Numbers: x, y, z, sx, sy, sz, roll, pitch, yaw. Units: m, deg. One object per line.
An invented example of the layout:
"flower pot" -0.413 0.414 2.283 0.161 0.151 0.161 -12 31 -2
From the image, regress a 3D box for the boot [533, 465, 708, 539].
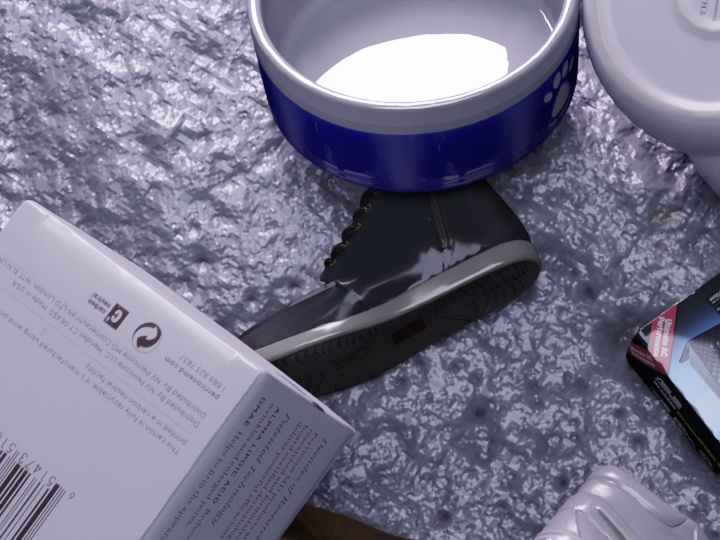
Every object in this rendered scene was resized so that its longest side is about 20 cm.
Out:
"boot" 0.191 0.199 1.380 0.200 0.074 0.096 44 54 -3

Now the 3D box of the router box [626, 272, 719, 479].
"router box" 0.281 0.049 1.428 0.200 0.062 0.150 -35 75 -8

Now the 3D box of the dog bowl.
"dog bowl" 0.034 -0.147 1.462 0.199 0.079 0.200 -3 52 4

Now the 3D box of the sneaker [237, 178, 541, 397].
"sneaker" 0.000 0.000 1.461 0.200 0.075 0.106 -24 62 -7

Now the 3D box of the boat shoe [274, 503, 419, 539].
"boat shoe" 0.025 0.197 1.396 0.199 0.072 0.065 18 110 3

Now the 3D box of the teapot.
"teapot" 0.235 -0.155 1.452 0.200 0.146 0.198 -42 67 10

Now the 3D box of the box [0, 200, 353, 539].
"box" -0.151 0.103 1.356 0.199 0.131 0.200 34 87 29
